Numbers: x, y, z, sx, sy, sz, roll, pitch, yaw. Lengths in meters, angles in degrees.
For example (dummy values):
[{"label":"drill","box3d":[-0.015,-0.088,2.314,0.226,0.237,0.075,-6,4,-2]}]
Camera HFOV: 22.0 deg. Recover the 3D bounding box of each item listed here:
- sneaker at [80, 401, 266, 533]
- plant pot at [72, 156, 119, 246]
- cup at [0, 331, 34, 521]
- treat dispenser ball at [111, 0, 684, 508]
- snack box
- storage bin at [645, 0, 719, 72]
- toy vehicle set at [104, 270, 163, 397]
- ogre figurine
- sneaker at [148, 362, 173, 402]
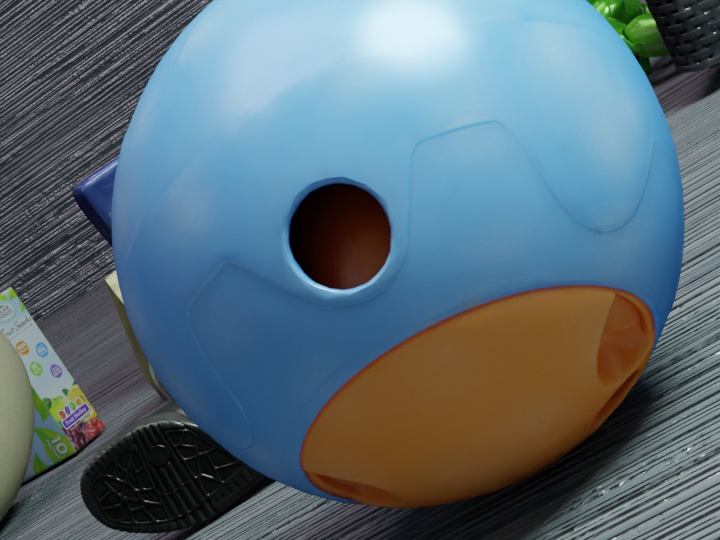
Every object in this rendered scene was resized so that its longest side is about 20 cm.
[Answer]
[{"label":"sneaker","box3d":[-0.046,0.067,0.962,0.199,0.060,0.104,-28,9,11]},{"label":"plant pot","box3d":[-0.118,-0.052,1.596,0.200,0.180,0.200,-35,6,-8]},{"label":"cup","box3d":[-0.330,0.140,1.361,0.200,0.201,0.143,-34,30,-2]},{"label":"treat dispenser ball","box3d":[0.013,-0.017,0.651,0.200,0.201,0.201,-34,7,5]},{"label":"snack box","box3d":[-0.328,0.120,1.558,0.200,0.142,0.053,-29,8,34]},{"label":"storage bin","box3d":[0.252,-0.222,1.205,0.135,0.094,0.200,-22,19,20]},{"label":"toy vehicle set","box3d":[-0.122,0.019,1.409,0.124,0.027,0.200,-36,-20,-13]},{"label":"ogre figurine","box3d":[0.217,-0.198,1.399,0.119,0.098,0.201,-20,43,15]},{"label":"sneaker","box3d":[-0.112,0.052,1.269,0.088,0.082,0.200,-36,6,-26]}]
